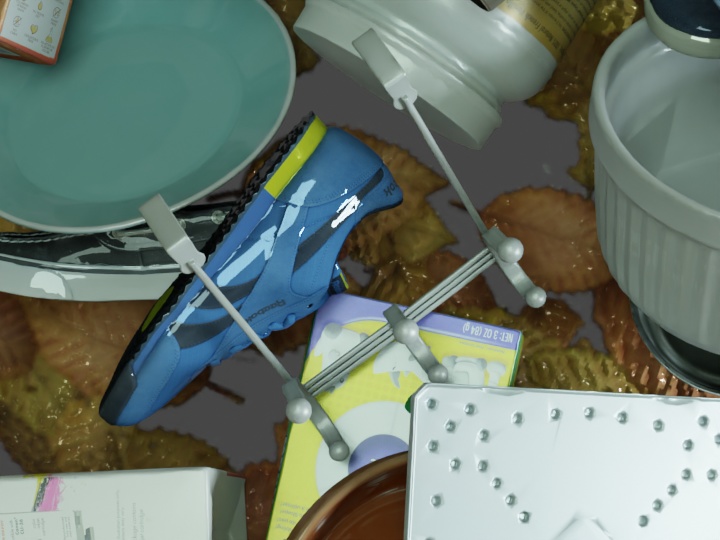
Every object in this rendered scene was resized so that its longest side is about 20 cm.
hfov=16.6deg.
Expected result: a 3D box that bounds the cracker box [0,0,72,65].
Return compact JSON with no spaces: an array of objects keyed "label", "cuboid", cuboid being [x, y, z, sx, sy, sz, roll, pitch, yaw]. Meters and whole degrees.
[{"label":"cracker box","cuboid":[-0.211,-0.225,1.382,0.133,0.058,0.201,11,83,33]}]

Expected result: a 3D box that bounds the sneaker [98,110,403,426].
[{"label":"sneaker","cuboid":[-0.057,0.015,1.301,0.078,0.066,0.200,39,93,-12]}]

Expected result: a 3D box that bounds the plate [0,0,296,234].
[{"label":"plate","cuboid":[-0.131,-0.090,1.359,0.199,0.026,0.201,-6,49,7]}]

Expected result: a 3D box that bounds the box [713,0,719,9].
[{"label":"box","cuboid":[0.247,-0.160,1.235,0.038,0.200,0.137,-26,110,43]}]

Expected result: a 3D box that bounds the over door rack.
[{"label":"over door rack","cuboid":[0.000,0.000,1.245,0.147,0.200,0.067,-37,44,-1]}]

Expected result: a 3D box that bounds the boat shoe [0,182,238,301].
[{"label":"boat shoe","cuboid":[-0.119,-0.020,1.357,0.198,0.072,0.068,0,98,4]}]

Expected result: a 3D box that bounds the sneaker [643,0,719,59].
[{"label":"sneaker","cuboid":[0.197,-0.198,1.293,0.074,0.085,0.201,13,49,10]}]

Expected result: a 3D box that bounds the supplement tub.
[{"label":"supplement tub","cuboid":[0.066,-0.180,1.322,0.144,0.144,0.201,32,87,9]}]

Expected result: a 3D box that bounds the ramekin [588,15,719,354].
[{"label":"ramekin","cuboid":[0.212,-0.044,1.270,0.199,0.106,0.201,2,42,-2]}]

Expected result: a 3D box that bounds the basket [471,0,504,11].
[{"label":"basket","cuboid":[0.090,-0.235,1.190,0.180,0.136,0.200,42,93,2]}]

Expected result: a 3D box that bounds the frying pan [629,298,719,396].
[{"label":"frying pan","cuboid":[0.228,-0.005,1.340,0.190,0.031,0.115,-37,74,-17]}]

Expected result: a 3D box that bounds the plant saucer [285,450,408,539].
[{"label":"plant saucer","cuboid":[0.039,0.193,1.287,0.199,0.032,0.202,0,90,-21]}]

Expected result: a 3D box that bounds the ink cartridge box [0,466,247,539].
[{"label":"ink cartridge box","cuboid":[-0.167,0.144,1.327,0.198,0.116,0.068,-3,83,7]}]

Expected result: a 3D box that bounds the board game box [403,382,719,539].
[{"label":"board game box","cuboid":[0.110,0.163,1.285,0.199,0.026,0.202,4,88,-21]}]

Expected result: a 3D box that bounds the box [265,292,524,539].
[{"label":"box","cuboid":[0.013,0.120,1.343,0.116,0.048,0.202,11,86,7]}]
